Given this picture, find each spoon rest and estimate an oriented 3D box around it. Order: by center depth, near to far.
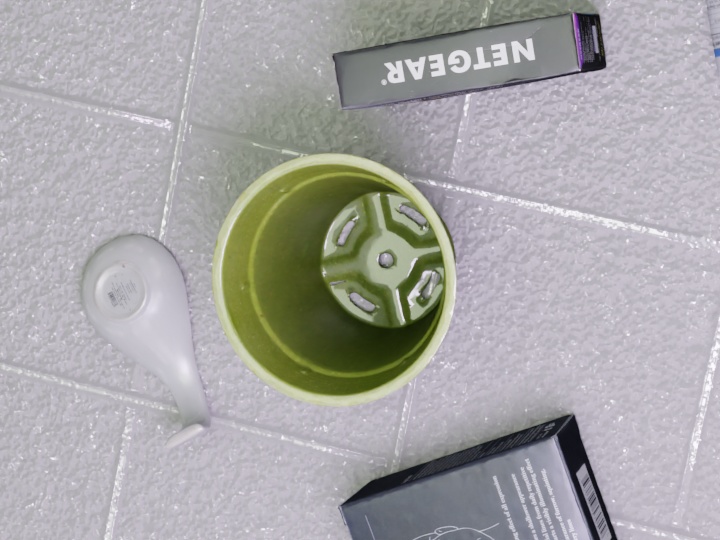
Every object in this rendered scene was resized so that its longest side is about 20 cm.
[{"bbox_3d":[-0.184,0.063,1.850,0.099,0.061,0.200,-28,75,14],"label":"spoon rest"}]

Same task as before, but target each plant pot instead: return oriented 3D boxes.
[{"bbox_3d":[0.000,0.000,1.719,0.199,0.190,0.201,1,95,14],"label":"plant pot"}]

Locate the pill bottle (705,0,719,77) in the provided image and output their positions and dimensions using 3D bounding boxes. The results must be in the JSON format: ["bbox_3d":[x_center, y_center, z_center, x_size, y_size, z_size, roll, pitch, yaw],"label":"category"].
[{"bbox_3d":[0.333,-0.207,1.653,0.112,0.112,0.201,-10,94,15],"label":"pill bottle"}]

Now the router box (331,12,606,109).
[{"bbox_3d":[0.092,-0.171,1.700,0.199,0.149,0.051,-9,94,15],"label":"router box"}]

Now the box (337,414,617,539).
[{"bbox_3d":[0.107,0.228,1.757,0.200,0.107,0.149,-19,91,15],"label":"box"}]
